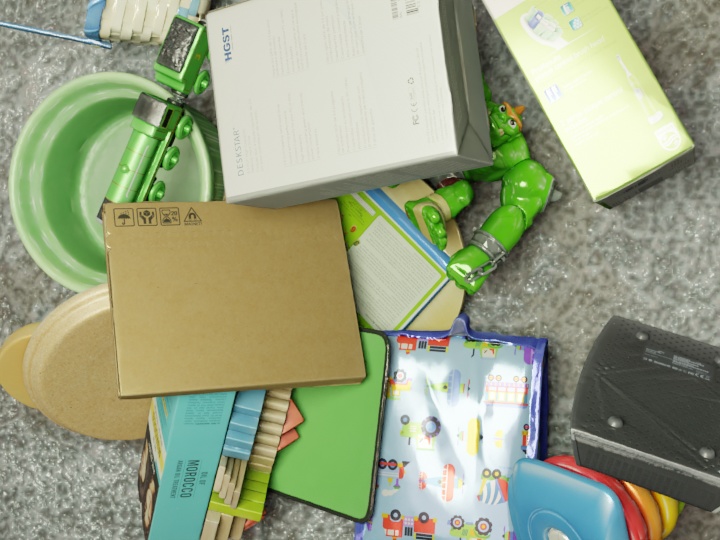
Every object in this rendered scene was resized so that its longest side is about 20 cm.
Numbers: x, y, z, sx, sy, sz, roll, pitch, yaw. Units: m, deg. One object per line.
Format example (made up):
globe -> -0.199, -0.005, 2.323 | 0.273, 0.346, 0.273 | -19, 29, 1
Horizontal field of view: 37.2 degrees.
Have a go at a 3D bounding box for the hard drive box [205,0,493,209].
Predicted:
hard drive box -> -0.012, -0.141, 0.823 | 0.200, 0.077, 0.156 | -8, 86, 27

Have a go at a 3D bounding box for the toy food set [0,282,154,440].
toy food set -> -0.200, 0.079, 0.948 | 0.200, 0.198, 0.049 | -40, 42, 14

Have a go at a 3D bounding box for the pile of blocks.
pile of blocks -> -0.086, 0.153, 0.917 | 0.062, 0.082, 0.200 | 14, 103, -5

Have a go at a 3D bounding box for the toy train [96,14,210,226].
toy train -> -0.170, -0.118, 0.894 | 0.042, 0.056, 0.200 | 25, 97, 14

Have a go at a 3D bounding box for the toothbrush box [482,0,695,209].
toothbrush box -> 0.179, -0.156, 0.847 | 0.086, 0.146, 0.200 | -28, 84, 15

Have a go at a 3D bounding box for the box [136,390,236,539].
box -> -0.155, 0.145, 0.934 | 0.049, 0.082, 0.200 | 2, 128, -21

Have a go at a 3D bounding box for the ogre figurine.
ogre figurine -> 0.080, -0.094, 0.887 | 0.120, 0.098, 0.200 | -29, 58, -11

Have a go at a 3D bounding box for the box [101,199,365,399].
box -> -0.103, 0.019, 0.871 | 0.200, 0.021, 0.164 | -2, 69, -20

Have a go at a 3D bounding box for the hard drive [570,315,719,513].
hard drive -> 0.232, 0.105, 0.813 | 0.135, 0.200, 0.042 | 17, 116, 15

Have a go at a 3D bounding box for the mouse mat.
mouse mat -> -0.053, 0.122, 0.941 | 0.200, 0.008, 0.161 | 7, 91, 46

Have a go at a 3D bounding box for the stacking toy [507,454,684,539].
stacking toy -> 0.221, 0.163, 0.837 | 0.110, 0.200, 0.116 | 11, 123, 53

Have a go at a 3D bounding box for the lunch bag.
lunch bag -> 0.078, 0.137, 0.897 | 0.150, 0.094, 0.200 | 3, 98, 17

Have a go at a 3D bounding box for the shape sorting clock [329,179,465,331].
shape sorting clock -> 0.000, 0.000, 0.956 | 0.200, 0.039, 0.200 | 0, 91, 20

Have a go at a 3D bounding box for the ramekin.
ramekin -> -0.211, -0.076, 0.987 | 0.200, 0.098, 0.200 | 0, 91, 16

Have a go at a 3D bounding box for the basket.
basket -> -0.228, -0.281, 0.957 | 0.200, 0.139, 0.177 | 16, 95, -16

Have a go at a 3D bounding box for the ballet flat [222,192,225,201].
ballet flat -> -0.097, -0.072, 0.959 | 0.070, 0.065, 0.200 | 16, 66, -16
